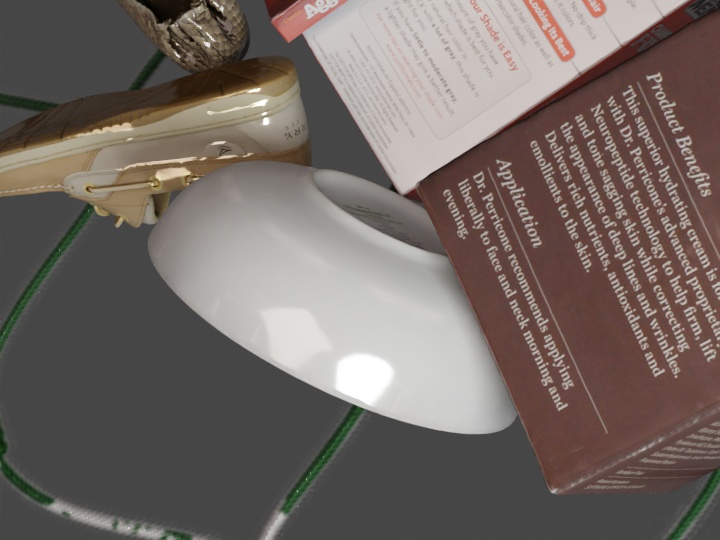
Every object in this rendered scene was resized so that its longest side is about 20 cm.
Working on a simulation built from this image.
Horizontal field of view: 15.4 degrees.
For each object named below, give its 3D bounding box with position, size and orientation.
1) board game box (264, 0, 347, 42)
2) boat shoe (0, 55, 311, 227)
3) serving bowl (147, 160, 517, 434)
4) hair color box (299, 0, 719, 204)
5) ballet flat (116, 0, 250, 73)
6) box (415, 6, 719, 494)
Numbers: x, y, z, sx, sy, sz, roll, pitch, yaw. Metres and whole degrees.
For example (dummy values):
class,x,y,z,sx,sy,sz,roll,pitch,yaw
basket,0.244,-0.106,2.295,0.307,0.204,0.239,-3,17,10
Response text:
class,x,y,z,sx,sy,sz,roll,pitch,yaw
board game box,0.031,-0.203,1.355,0.200,0.019,0.103,-34,35,12
boat shoe,-0.118,-0.056,1.399,0.200,0.074,0.069,-11,111,25
serving bowl,0.000,0.000,1.289,0.200,0.200,0.066,32,107,16
hair color box,0.082,-0.133,1.348,0.200,0.064,0.111,-34,77,14
ballet flat,-0.133,-0.183,1.423,0.067,0.046,0.200,-42,77,10
box,0.166,-0.008,1.244,0.200,0.164,0.166,-28,74,20
